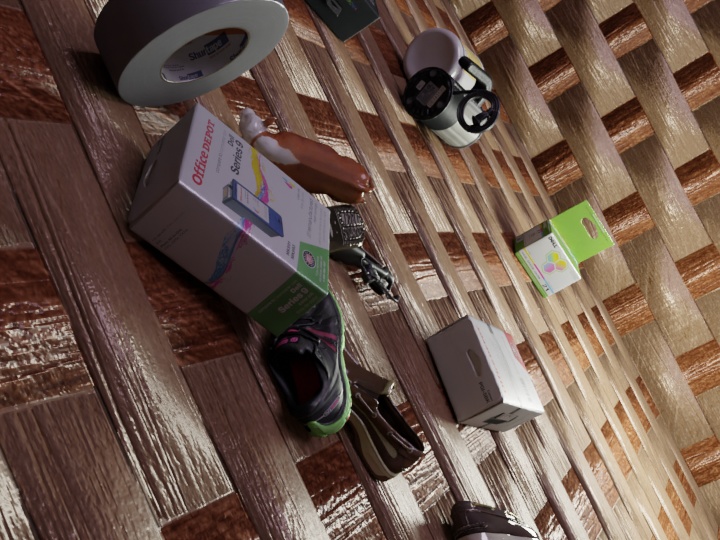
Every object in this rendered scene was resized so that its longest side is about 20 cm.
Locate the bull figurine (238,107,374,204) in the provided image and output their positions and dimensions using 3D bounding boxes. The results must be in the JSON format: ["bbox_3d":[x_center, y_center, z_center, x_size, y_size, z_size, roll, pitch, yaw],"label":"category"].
[{"bbox_3d":[-0.071,-0.141,1.284,0.198,0.066,0.121,30,8,8],"label":"bull figurine"}]

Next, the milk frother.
[{"bbox_3d":[0.221,-0.328,2.129,0.188,0.179,0.202,24,38,-58],"label":"milk frother"}]

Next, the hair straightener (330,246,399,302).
[{"bbox_3d":[0.000,0.000,1.396,0.200,0.041,0.078,46,25,-47],"label":"hair straightener"}]

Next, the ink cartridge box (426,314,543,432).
[{"bbox_3d":[0.197,0.166,1.572,0.199,0.082,0.148,25,40,-59],"label":"ink cartridge box"}]

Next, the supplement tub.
[{"bbox_3d":[0.199,-0.454,2.294,0.199,0.144,0.147,21,44,-61],"label":"supplement tub"}]

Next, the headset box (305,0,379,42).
[{"bbox_3d":[-0.056,-0.561,1.900,0.174,0.092,0.202,41,29,-44],"label":"headset box"}]

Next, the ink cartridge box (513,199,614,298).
[{"bbox_3d":[0.483,-0.051,2.369,0.148,0.199,0.076,52,22,-20],"label":"ink cartridge box"}]

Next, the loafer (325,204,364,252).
[{"bbox_3d":[-0.076,-0.043,1.222,0.199,0.067,0.077,2,73,-49],"label":"loafer"}]

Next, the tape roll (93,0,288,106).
[{"bbox_3d":[-0.177,-0.254,1.057,0.067,0.199,0.200,62,20,7],"label":"tape roll"}]

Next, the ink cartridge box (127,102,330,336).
[{"bbox_3d":[-0.128,-0.052,1.033,0.199,0.087,0.146,37,30,-26],"label":"ink cartridge box"}]

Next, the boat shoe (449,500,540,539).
[{"bbox_3d":[0.181,0.344,1.325,0.199,0.071,0.060,24,44,-50],"label":"boat shoe"}]

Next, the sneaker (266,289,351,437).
[{"bbox_3d":[-0.060,0.078,1.084,0.084,0.076,0.202,38,29,-54],"label":"sneaker"}]

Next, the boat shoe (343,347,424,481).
[{"bbox_3d":[0.008,0.142,1.163,0.204,0.074,0.075,58,20,-8],"label":"boat shoe"}]
